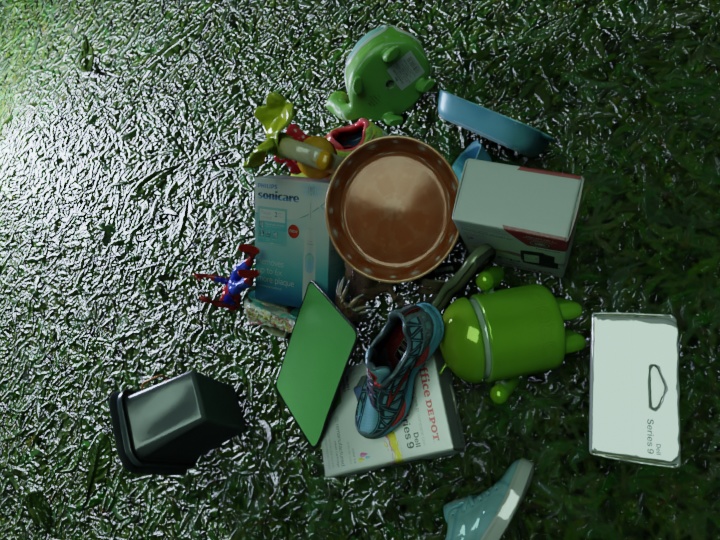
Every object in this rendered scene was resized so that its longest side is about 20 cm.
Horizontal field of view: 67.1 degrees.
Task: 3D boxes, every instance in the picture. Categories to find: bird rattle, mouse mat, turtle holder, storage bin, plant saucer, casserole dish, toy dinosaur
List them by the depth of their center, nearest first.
[{"bbox_3d":[0.047,-0.085,0.770,0.195,0.032,0.206,1,95,10],"label":"plant saucer"},{"bbox_3d":[-0.071,0.137,0.811,0.161,0.007,0.204,42,119,49],"label":"mouse mat"},{"bbox_3d":[-0.087,-0.173,0.837,0.161,0.200,0.115,25,91,19],"label":"bird rattle"},{"bbox_3d":[0.000,0.000,0.837,0.084,0.134,0.205,0,94,34],"label":"toy dinosaur"},{"bbox_3d":[0.201,-0.224,0.838,0.198,0.120,0.039,33,110,28],"label":"casserole dish"},{"bbox_3d":[0.143,-0.105,0.840,0.038,0.121,0.203,31,86,-9],"label":"casserole dish"},{"bbox_3d":[-0.283,0.230,0.878,0.132,0.201,0.148,-25,65,2],"label":"storage bin"},{"bbox_3d":[0.034,-0.334,0.951,0.187,0.138,0.134,-59,33,39],"label":"turtle holder"}]

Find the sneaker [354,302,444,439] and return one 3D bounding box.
[{"bbox_3d":[0.028,0.129,0.707,0.079,0.094,0.204,32,106,38],"label":"sneaker"}]

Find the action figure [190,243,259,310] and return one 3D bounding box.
[{"bbox_3d":[-0.236,0.019,0.918,0.097,0.200,0.067,7,65,-19],"label":"action figure"}]

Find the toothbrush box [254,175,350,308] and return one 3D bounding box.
[{"bbox_3d":[-0.093,-0.048,0.889,0.143,0.085,0.205,10,104,25],"label":"toothbrush box"}]

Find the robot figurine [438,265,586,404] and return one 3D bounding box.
[{"bbox_3d":[0.195,0.085,0.733,0.195,0.116,0.180,-10,96,-2],"label":"robot figurine"}]

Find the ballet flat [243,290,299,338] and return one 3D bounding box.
[{"bbox_3d":[-0.116,0.088,0.920,0.197,0.075,0.065,17,112,31],"label":"ballet flat"}]

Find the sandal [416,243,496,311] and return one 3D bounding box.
[{"bbox_3d":[0.121,0.013,0.783,0.057,0.202,0.079,46,49,8],"label":"sandal"}]

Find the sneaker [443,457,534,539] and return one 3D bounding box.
[{"bbox_3d":[0.153,0.324,0.720,0.081,0.074,0.202,33,88,24],"label":"sneaker"}]

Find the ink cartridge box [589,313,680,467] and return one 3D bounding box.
[{"bbox_3d":[0.311,0.142,0.627,0.086,0.200,0.149,1,74,23],"label":"ink cartridge box"}]

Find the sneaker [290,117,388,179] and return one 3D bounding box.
[{"bbox_3d":[-0.049,-0.208,0.959,0.197,0.090,0.079,-29,66,14],"label":"sneaker"}]

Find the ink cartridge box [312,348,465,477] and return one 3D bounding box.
[{"bbox_3d":[0.040,0.208,0.796,0.196,0.087,0.149,-17,68,17],"label":"ink cartridge box"}]

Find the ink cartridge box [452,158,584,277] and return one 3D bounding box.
[{"bbox_3d":[0.216,-0.064,0.736,0.143,0.200,0.085,13,81,22],"label":"ink cartridge box"}]
